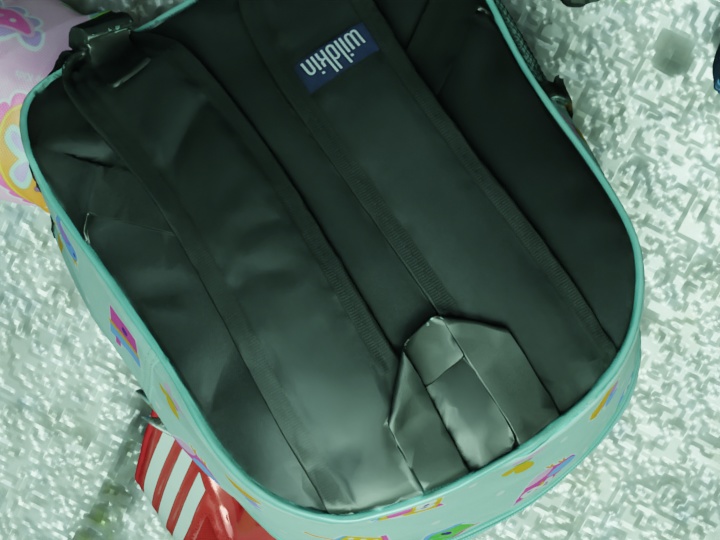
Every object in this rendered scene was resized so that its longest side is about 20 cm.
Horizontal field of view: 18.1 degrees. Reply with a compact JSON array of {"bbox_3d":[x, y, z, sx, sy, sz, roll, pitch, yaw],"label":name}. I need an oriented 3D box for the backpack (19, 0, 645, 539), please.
[{"bbox_3d":[0.000,0.000,0.769,0.176,0.153,0.200,-30,64,-11],"label":"backpack"}]

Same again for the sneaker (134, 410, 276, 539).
[{"bbox_3d":[-0.009,0.052,0.870,0.200,0.078,0.116,-39,100,21],"label":"sneaker"}]

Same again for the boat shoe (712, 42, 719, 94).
[{"bbox_3d":[0.196,-0.049,0.744,0.200,0.084,0.069,10,85,47],"label":"boat shoe"}]

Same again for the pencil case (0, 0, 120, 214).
[{"bbox_3d":[-0.181,-0.080,0.854,0.199,0.087,0.088,15,112,6],"label":"pencil case"}]

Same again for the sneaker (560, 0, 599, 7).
[{"bbox_3d":[0.051,-0.176,0.771,0.084,0.077,0.200,-28,101,16],"label":"sneaker"}]
